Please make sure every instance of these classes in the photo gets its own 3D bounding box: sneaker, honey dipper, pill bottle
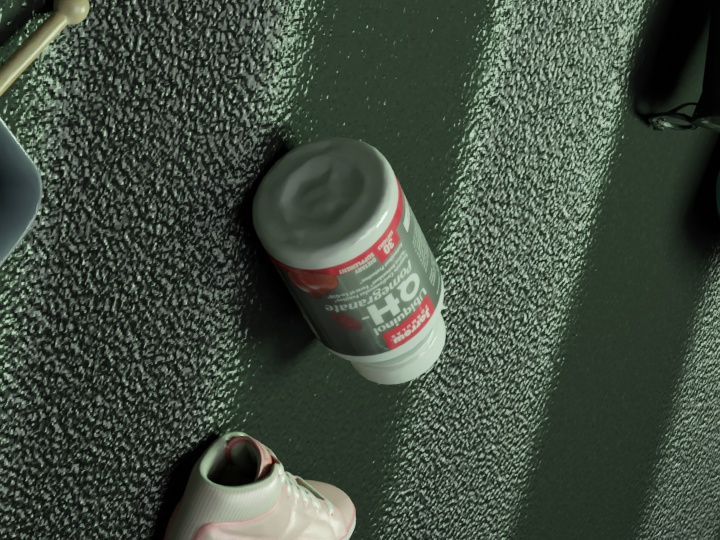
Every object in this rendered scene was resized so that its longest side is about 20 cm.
[{"bbox_3d":[-0.066,0.176,1.657,0.199,0.075,0.105,-9,123,-47],"label":"sneaker"},{"bbox_3d":[-0.232,-0.102,1.287,0.200,0.038,0.038,-53,146,-26],"label":"honey dipper"},{"bbox_3d":[0.000,0.000,1.604,0.111,0.110,0.200,-52,145,-18],"label":"pill bottle"}]

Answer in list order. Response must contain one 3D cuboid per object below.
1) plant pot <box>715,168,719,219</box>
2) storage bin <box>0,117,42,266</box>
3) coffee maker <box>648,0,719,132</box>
[{"bbox_3d":[0.451,-0.073,2.127,0.160,0.200,0.202,14,100,-43],"label":"plant pot"},{"bbox_3d":[-0.299,-0.027,1.146,0.201,0.134,0.146,-54,146,-17],"label":"storage bin"},{"bbox_3d":[0.361,-0.231,1.934,0.135,0.190,0.202,26,67,-78],"label":"coffee maker"}]
